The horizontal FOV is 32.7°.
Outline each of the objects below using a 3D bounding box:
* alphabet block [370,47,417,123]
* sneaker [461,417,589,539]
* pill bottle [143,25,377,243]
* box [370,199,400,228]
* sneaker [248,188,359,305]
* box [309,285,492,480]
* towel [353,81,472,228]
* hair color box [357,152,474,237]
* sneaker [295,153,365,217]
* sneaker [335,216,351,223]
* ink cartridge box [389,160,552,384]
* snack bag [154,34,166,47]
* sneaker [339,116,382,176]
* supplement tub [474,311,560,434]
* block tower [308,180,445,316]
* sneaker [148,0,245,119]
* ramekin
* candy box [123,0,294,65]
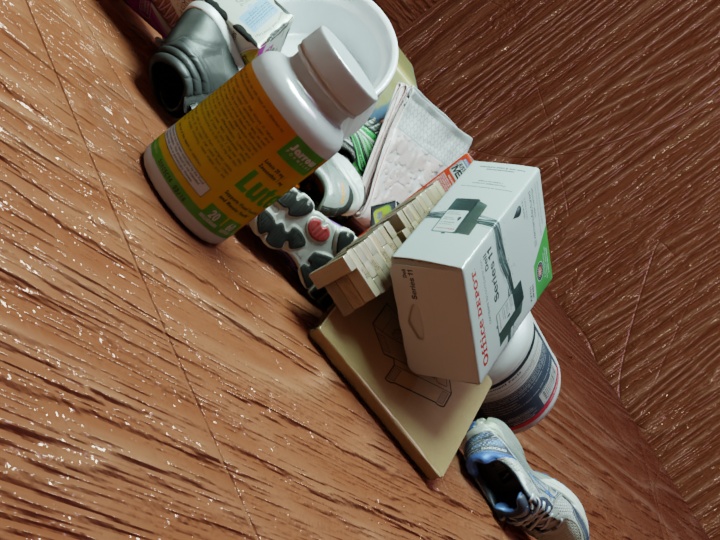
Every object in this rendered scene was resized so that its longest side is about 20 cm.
[{"bbox_3d":[-0.055,-0.288,1.707,0.200,0.195,0.197,50,11,-15],"label":"alphabet block"},{"bbox_3d":[0.184,0.265,1.403,0.200,0.077,0.085,45,23,-9],"label":"sneaker"},{"bbox_3d":[-0.086,-0.125,1.099,0.111,0.200,0.111,50,13,-15],"label":"pill bottle"},{"bbox_3d":[0.050,0.035,1.370,0.110,0.035,0.201,36,48,-53],"label":"box"},{"bbox_3d":[-0.062,-0.041,1.276,0.083,0.081,0.200,40,-7,46],"label":"sneaker"},{"bbox_3d":[0.048,0.092,1.270,0.200,0.021,0.164,51,41,-12],"label":"box"},{"bbox_3d":[0.073,-0.127,1.641,0.032,0.192,0.200,16,-7,34],"label":"towel"},{"bbox_3d":[0.094,-0.044,1.568,0.111,0.200,0.064,45,15,-38],"label":"hair color box"},{"bbox_3d":[-0.077,-0.146,1.517,0.079,0.074,0.200,-20,64,-48],"label":"sneaker"},{"bbox_3d":[-0.011,-0.117,1.670,0.076,0.077,0.200,54,15,-4],"label":"sneaker"},{"bbox_3d":[0.118,0.000,1.261,0.200,0.083,0.147,-49,137,-43],"label":"ink cartridge box"},{"bbox_3d":[-0.146,-0.166,1.418,0.200,0.021,0.189,36,21,-57],"label":"snack bag"},{"bbox_3d":[-0.056,-0.192,1.581,0.200,0.085,0.078,35,-21,-11],"label":"sneaker"},{"bbox_3d":[0.154,0.100,1.483,0.200,0.140,0.141,54,7,-50],"label":"supplement tub"},{"bbox_3d":[0.030,-0.023,1.257,0.058,0.054,0.200,57,41,-4],"label":"block tower"},{"bbox_3d":[-0.151,-0.168,1.275,0.070,0.099,0.201,2,-48,45],"label":"sneaker"},{"bbox_3d":[-0.060,-0.249,1.489,0.201,0.200,0.098,58,-24,20],"label":"ramekin"},{"bbox_3d":[-0.174,-0.288,1.320,0.200,0.061,0.136,41,-24,3],"label":"candy box"}]
